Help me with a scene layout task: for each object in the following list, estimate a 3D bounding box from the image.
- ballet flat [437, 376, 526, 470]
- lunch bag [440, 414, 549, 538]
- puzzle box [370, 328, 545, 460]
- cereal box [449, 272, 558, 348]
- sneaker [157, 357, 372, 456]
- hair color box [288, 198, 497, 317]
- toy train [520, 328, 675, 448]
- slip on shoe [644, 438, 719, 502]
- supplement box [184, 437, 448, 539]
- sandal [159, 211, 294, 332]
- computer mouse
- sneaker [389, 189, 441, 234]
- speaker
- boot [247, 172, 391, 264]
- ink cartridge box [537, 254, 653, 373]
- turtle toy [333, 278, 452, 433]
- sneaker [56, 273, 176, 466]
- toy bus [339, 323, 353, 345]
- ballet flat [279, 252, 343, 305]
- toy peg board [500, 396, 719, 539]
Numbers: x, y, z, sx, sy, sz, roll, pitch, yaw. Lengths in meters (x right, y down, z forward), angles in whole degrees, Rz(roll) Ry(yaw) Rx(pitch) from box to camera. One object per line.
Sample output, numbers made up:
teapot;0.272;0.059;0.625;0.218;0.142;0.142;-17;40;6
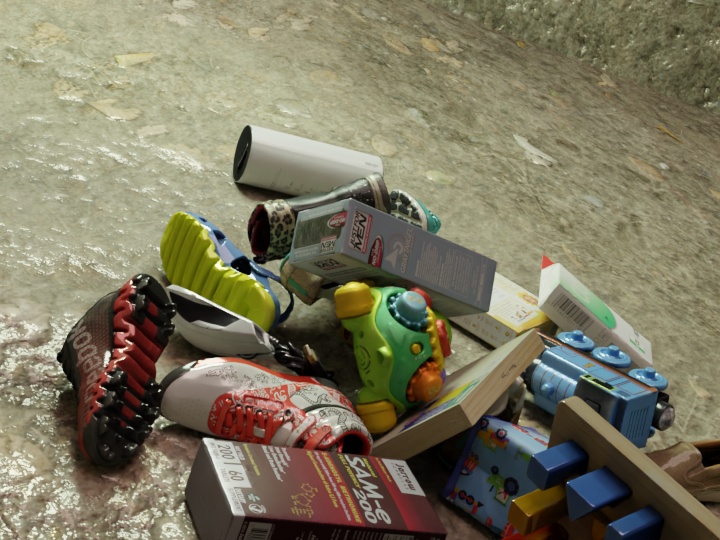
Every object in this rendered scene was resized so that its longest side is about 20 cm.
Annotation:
ballet flat;0.136;0.142;1.432;0.068;0.073;0.200;39;25;10
lunch bag;0.198;0.209;1.341;0.150;0.095;0.199;31;15;30
puzzle box;0.092;0.127;1.347;0.026;0.132;0.200;58;34;-1
cereal box;0.143;0.032;1.739;0.199;0.040;0.143;31;23;25
sneaker;-0.082;0.138;1.258;0.199;0.068;0.108;10;22;-33
hair color box;0.035;-0.008;1.435;0.198;0.062;0.098;21;-18;-32
toy train;0.252;0.130;1.533;0.113;0.088;0.199;-7;26;-42
slip on shoe;0.339;0.211;1.476;0.198;0.061;0.076;7;26;-31
supplement box;-0.038;0.204;1.159;0.197;0.062;0.109;10;24;-27
sandal;-0.144;0.007;1.504;0.200;0.080;0.087;44;25;29
computer mouse;-0.121;0.074;1.382;0.198;0.044;0.110;23;-13;23
sneaker;0.066;-0.063;1.762;0.078;0.079;0.200;4;5;-11
speaker;-0.073;-0.138;1.880;0.197;0.082;0.081;12;24;-21
boot;-0.062;-0.037;1.576;0.152;0.204;0.074;-14;69;-25
ink cartridge box;0.302;0.048;1.775;0.160;0.050;0.200;40;23;-6
turtle toy;0.040;0.074;1.378;0.100;0.148;0.200;-12;2;6
sneaker;-0.225;0.095;1.224;0.071;0.097;0.202;51;29;-37
toy bus;0.034;0.047;1.571;0.077;0.066;0.200;24;23;10
ballet flat;0.000;0.000;1.509;0.198;0.069;0.067;-18;53;-38
toy peg board;0.182;0.247;1.102;0.097;0.202;0.200;-15;39;-32
